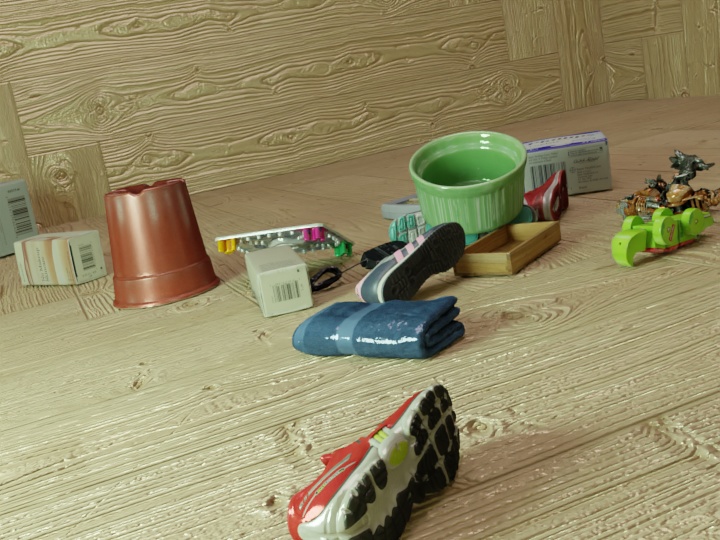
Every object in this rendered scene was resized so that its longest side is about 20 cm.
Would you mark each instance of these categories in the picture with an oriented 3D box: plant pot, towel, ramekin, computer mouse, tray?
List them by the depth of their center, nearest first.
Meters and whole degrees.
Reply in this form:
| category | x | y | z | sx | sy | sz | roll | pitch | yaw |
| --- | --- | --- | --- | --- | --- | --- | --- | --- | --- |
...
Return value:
| category | x | y | z | sx | sy | sz | roll | pitch | yaw |
| --- | --- | --- | --- | --- | --- | --- | --- | --- | --- |
| towel | 0.018 | 0.068 | 1.078 | 0.197 | 0.050 | 0.111 | -1 | 16 | 36 |
| tray | 0.231 | -0.035 | 1.394 | 0.097 | 0.038 | 0.199 | -2 | 16 | 34 |
| computer mouse | 0.000 | 0.000 | 1.463 | 0.197 | 0.035 | 0.059 | -21 | 32 | -22 |
| ramekin | 0.184 | -0.146 | 1.507 | 0.196 | 0.099 | 0.201 | -8 | 33 | 5 |
| plant pot | -0.370 | -0.055 | 1.612 | 0.196 | 0.199 | 0.201 | -10 | 12 | 2 |

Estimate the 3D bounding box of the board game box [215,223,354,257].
| category | x | y | z | sx | sy | sz | roll | pitch | yaw |
| --- | --- | --- | --- | --- | --- | --- | --- | --- | --- |
| board game box | -0.129 | -0.042 | 1.590 | 0.196 | 0.026 | 0.200 | -7 | -10 | 15 |

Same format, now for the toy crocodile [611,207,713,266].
| category | x | y | z | sx | sy | sz | roll | pitch | yaw |
| --- | --- | --- | --- | --- | --- | --- | --- | --- | --- |
| toy crocodile | 0.431 | -0.052 | 1.269 | 0.197 | 0.063 | 0.067 | -14 | 11 | -38 |

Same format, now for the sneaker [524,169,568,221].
| category | x | y | z | sx | sy | sz | roll | pitch | yaw |
| --- | --- | --- | --- | --- | --- | --- | --- | --- | --- |
| sneaker | 0.328 | -0.140 | 1.694 | 0.113 | 0.080 | 0.200 | -4 | 13 | 22 |

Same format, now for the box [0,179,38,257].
| category | x | y | z | sx | sy | sz | roll | pitch | yaw |
| --- | --- | --- | --- | --- | --- | --- | --- | --- | --- |
| box | -1.072 | -0.142 | 2.590 | 0.169 | 0.203 | 0.199 | -2 | 14 | 36 |

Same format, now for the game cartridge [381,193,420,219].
| category | x | y | z | sx | sy | sz | roll | pitch | yaw |
| --- | --- | --- | --- | --- | --- | --- | --- | --- | --- |
| game cartridge | 0.143 | -0.141 | 1.954 | 0.132 | 0.042 | 0.198 | -25 | 19 | -37 |

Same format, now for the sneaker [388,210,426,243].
| category | x | y | z | sx | sy | sz | roll | pitch | yaw |
| --- | --- | --- | --- | --- | --- | --- | --- | --- | --- |
| sneaker | 0.148 | -0.091 | 1.638 | 0.196 | 0.079 | 0.091 | -8 | 8 | 3 |

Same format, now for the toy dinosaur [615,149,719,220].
| category | x | y | z | sx | sy | sz | roll | pitch | yaw |
| --- | --- | --- | --- | --- | --- | --- | --- | --- | --- |
| toy dinosaur | 0.517 | -0.113 | 1.443 | 0.197 | 0.104 | 0.135 | 20 | 43 | 32 |

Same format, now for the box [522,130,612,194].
| category | x | y | z | sx | sy | sz | roll | pitch | yaw |
| --- | --- | --- | --- | --- | --- | --- | --- | --- | --- |
| box | 0.438 | -0.227 | 1.926 | 0.180 | 0.107 | 0.200 | -7 | 12 | 12 |

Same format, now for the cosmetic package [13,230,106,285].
| category | x | y | z | sx | sy | sz | roll | pitch | yaw |
| --- | --- | --- | --- | --- | --- | --- | --- | --- | --- |
| cosmetic package | -0.656 | -0.026 | 1.951 | 0.197 | 0.106 | 0.087 | -3 | 13 | 37 |

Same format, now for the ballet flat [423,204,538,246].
| category | x | y | z | sx | sy | sz | roll | pitch | yaw |
| --- | --- | --- | --- | --- | --- | --- | --- | --- | --- |
| ballet flat | 0.209 | -0.070 | 1.549 | 0.196 | 0.069 | 0.064 | -8 | -15 | 10 |

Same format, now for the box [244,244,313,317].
| category | x | y | z | sx | sy | sz | roll | pitch | yaw |
| --- | --- | --- | --- | --- | --- | --- | --- | --- | --- |
| box | -0.131 | 0.013 | 1.407 | 0.080 | 0.070 | 0.200 | -12 | 12 | -9 |

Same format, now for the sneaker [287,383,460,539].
| category | x | y | z | sx | sy | sz | roll | pitch | yaw |
| --- | --- | --- | --- | --- | --- | --- | --- | --- | --- |
| sneaker | 0.012 | 0.144 | 0.683 | 0.084 | 0.079 | 0.199 | -8 | 11 | 34 |

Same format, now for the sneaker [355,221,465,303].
| category | x | y | z | sx | sy | sz | roll | pitch | yaw |
| --- | --- | --- | --- | --- | --- | --- | --- | --- | --- |
| sneaker | 0.071 | -0.014 | 1.293 | 0.081 | 0.071 | 0.199 | 2 | 28 | 47 |
